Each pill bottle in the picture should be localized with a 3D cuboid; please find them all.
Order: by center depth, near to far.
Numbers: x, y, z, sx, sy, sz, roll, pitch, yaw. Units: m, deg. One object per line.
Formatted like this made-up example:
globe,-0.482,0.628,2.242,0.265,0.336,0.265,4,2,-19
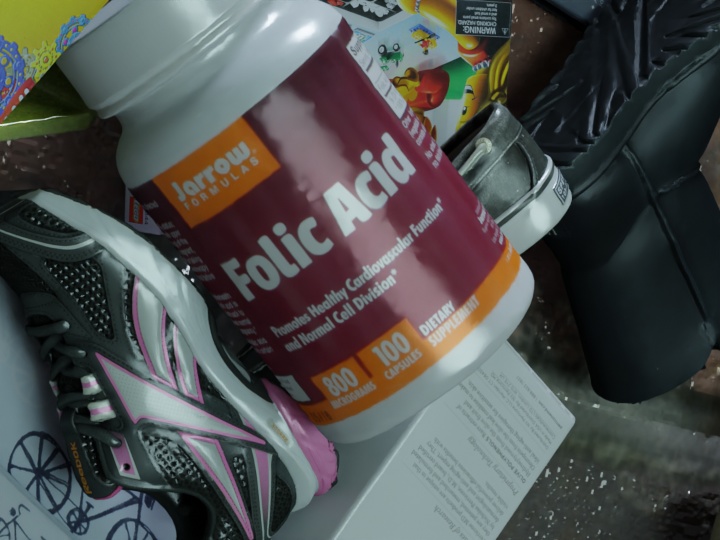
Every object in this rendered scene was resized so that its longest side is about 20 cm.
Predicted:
pill bottle,-0.028,-0.039,0.952,0.114,0.114,0.200,-43,103,-24

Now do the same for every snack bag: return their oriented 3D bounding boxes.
snack bag,-0.138,0.099,0.972,0.189,0.021,0.200,50,41,-30

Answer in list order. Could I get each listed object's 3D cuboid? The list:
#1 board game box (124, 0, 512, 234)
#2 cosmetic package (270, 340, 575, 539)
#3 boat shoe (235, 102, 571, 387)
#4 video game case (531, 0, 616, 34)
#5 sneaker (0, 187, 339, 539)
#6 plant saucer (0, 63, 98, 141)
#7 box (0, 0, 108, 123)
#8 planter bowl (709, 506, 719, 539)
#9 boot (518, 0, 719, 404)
board game box,-0.016,-0.081,1.084,0.199,0.035,0.127,-2,98,-37
cosmetic package,-0.006,0.115,1.072,0.085,0.107,0.200,47,70,-32
boat shoe,0.000,0.000,1.058,0.200,0.071,0.064,-39,110,4
video game case,0.117,-0.201,1.180,0.200,0.019,0.143,26,80,-35
sneaker,-0.097,0.051,0.973,0.200,0.080,0.086,45,67,-15
plant saucer,-0.207,-0.146,0.926,0.199,0.048,0.201,-11,102,-35
box,-0.158,-0.169,0.796,0.200,0.192,0.122,-52,135,-20
planter bowl,0.261,0.179,1.244,0.135,0.200,0.200,-44,123,7
boot,0.162,-0.048,1.185,0.200,0.076,0.168,-48,130,-23
